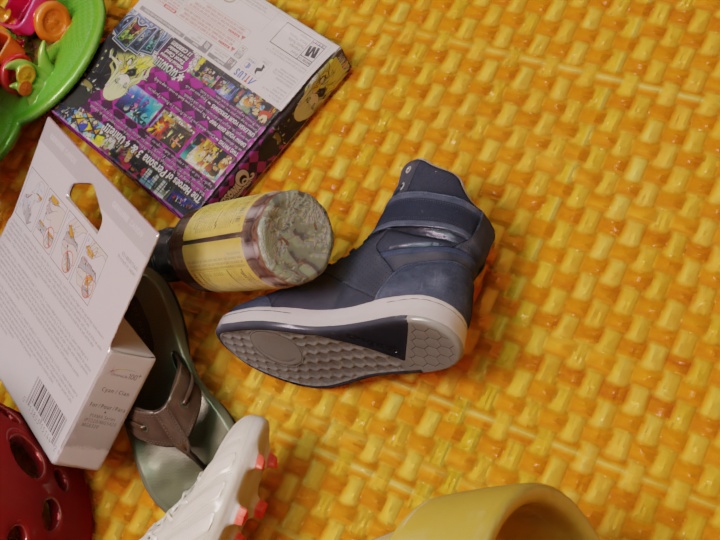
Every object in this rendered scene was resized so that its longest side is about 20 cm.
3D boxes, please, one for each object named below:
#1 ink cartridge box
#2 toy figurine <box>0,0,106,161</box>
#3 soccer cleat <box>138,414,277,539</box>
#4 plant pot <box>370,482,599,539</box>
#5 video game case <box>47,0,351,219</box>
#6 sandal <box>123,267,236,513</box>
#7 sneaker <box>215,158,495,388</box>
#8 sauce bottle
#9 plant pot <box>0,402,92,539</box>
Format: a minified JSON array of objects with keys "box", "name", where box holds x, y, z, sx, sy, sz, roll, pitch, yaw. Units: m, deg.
[{"box":[-0.205,0.012,0.921,0.200,0.044,0.178,41,108,45],"name":"ink cartridge box"},{"box":[-0.335,-0.206,1.043,0.149,0.184,0.202,19,74,44],"name":"toy figurine"},{"box":[-0.118,0.182,0.833,0.077,0.069,0.202,23,88,12],"name":"soccer cleat"},{"box":[0.029,0.229,0.709,0.187,0.200,0.204,-14,59,32],"name":"plant pot"},{"box":[-0.133,-0.148,1.040,0.199,0.036,0.182,35,81,32],"name":"video game case"},{"box":[-0.143,0.088,0.903,0.079,0.057,0.203,-30,72,7],"name":"sandal"},{"box":[0.001,0.001,0.895,0.200,0.077,0.148,-6,49,33],"name":"sneaker"},{"box":[-0.093,-0.018,0.897,0.199,0.064,0.065,-2,59,57],"name":"sauce bottle"},{"box":[-0.306,0.165,0.868,0.197,0.183,0.203,-9,60,15],"name":"plant pot"}]
